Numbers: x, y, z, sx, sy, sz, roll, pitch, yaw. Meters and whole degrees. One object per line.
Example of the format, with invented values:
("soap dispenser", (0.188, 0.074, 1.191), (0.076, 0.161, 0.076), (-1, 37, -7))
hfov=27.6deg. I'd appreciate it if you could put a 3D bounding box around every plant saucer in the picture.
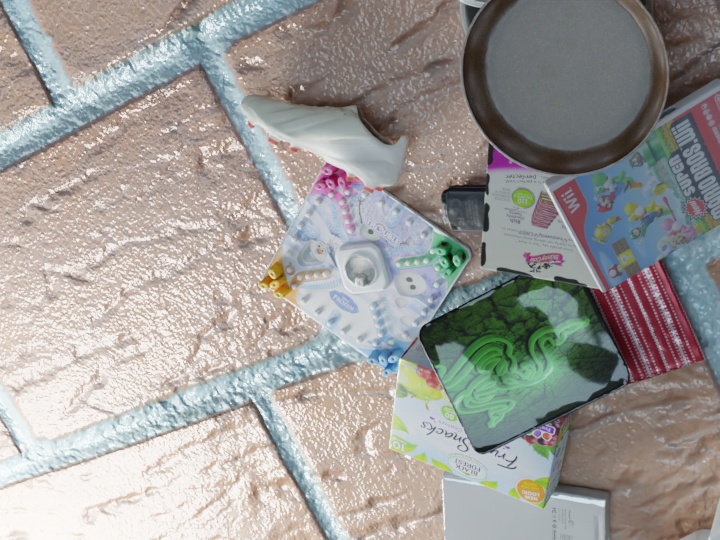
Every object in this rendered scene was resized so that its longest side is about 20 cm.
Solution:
("plant saucer", (0.195, -0.190, 1.398), (0.199, 0.032, 0.201), (7, 112, 16))

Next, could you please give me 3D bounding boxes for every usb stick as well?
("usb stick", (0.185, -0.066, 1.588), (0.199, 0.033, 0.056), (2, 116, 23))

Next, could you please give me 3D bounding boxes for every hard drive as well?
("hard drive", (0.198, 0.311, 1.759), (0.199, 0.026, 0.132), (6, 115, 22))

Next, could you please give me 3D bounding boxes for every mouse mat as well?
("mouse mat", (0.178, 0.093, 1.615), (0.200, 0.008, 0.161), (-29, 82, 20))

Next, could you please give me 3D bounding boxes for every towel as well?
("towel", (0.263, 0.063, 1.618), (0.199, 0.022, 0.145), (-20, 104, 30))

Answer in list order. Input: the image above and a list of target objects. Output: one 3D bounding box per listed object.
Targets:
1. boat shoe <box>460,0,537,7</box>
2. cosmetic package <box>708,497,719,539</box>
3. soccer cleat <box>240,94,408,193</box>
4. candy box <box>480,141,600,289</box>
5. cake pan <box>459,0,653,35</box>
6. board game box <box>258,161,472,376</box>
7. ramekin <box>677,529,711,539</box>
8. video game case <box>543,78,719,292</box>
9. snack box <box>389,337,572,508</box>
("boat shoe", (0.174, -0.290, 1.421), (0.200, 0.072, 0.070), (-3, 112, 25))
("cosmetic package", (0.482, 0.243, 1.496), (0.166, 0.200, 0.167), (47, 122, -3))
("soccer cleat", (-0.038, -0.158, 1.631), (0.199, 0.069, 0.078), (28, 105, 10))
("candy box", (0.200, -0.091, 1.511), (0.136, 0.061, 0.201), (11, 118, 16))
("cake pan", (0.200, -0.270, 1.484), (0.199, 0.037, 0.201), (10, 117, 20))
("board game box", (0.000, 0.000, 1.705), (0.200, 0.026, 0.200), (35, 122, 6))
("ramekin", (0.396, 0.376, 1.607), (0.094, 0.202, 0.202), (-40, 93, 19))
("video game case", (0.298, -0.082, 1.461), (0.200, 0.017, 0.143), (-31, 120, 4))
("snack box", (0.137, 0.175, 1.694), (0.199, 0.053, 0.143), (19, 128, 19))
